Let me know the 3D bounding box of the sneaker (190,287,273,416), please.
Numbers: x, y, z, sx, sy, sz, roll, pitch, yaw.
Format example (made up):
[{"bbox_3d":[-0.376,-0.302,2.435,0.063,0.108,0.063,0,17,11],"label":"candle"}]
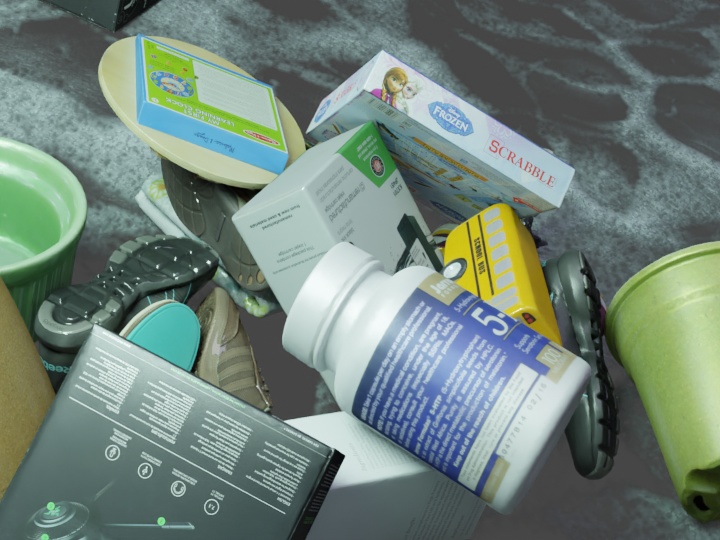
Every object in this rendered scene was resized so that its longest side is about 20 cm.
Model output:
[{"bbox_3d":[-0.109,0.098,0.982,0.075,0.070,0.201,33,29,-23],"label":"sneaker"}]

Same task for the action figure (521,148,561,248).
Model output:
[{"bbox_3d":[0.147,-0.094,1.307,0.117,0.103,0.201,11,33,-31],"label":"action figure"}]

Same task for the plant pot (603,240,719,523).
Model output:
[{"bbox_3d":[0.323,0.111,1.067,0.197,0.202,0.186,9,48,-13],"label":"plant pot"}]

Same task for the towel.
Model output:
[{"bbox_3d":[-0.094,-0.043,1.174,0.170,0.049,0.199,-25,55,-40],"label":"towel"}]

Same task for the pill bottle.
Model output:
[{"bbox_3d":[0.049,0.068,0.861,0.198,0.121,0.120,31,37,14],"label":"pill bottle"}]

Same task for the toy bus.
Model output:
[{"bbox_3d":[0.116,0.032,1.019,0.065,0.078,0.201,51,19,-28],"label":"toy bus"}]

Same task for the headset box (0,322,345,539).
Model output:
[{"bbox_3d":[-0.129,0.165,0.766,0.172,0.202,0.093,25,-9,8],"label":"headset box"}]

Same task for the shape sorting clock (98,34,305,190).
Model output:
[{"bbox_3d":[-0.138,-0.140,1.087,0.198,0.039,0.201,25,28,-14],"label":"shape sorting clock"}]

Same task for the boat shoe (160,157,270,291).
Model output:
[{"bbox_3d":[-0.112,-0.060,1.097,0.071,0.076,0.201,-13,54,-40],"label":"boat shoe"}]

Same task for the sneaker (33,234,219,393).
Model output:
[{"bbox_3d":[-0.190,0.033,1.003,0.075,0.080,0.199,24,34,26],"label":"sneaker"}]

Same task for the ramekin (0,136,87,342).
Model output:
[{"bbox_3d":[-0.320,-0.017,0.977,0.196,0.099,0.201,9,35,-6],"label":"ramekin"}]

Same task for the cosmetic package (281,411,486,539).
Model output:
[{"bbox_3d":[0.003,0.159,0.908,0.197,0.103,0.074,-3,40,-30],"label":"cosmetic package"}]

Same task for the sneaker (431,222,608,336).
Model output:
[{"bbox_3d":[0.136,0.029,1.169,0.198,0.076,0.090,23,37,19],"label":"sneaker"}]

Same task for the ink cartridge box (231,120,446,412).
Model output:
[{"bbox_3d":[0.000,0.000,1.035,0.202,0.082,0.147,61,34,-15],"label":"ink cartridge box"}]

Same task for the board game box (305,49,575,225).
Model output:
[{"bbox_3d":[0.065,-0.108,1.108,0.198,0.199,0.042,30,78,-13],"label":"board game box"}]

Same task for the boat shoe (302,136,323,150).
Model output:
[{"bbox_3d":[-0.047,-0.090,1.158,0.198,0.065,0.073,25,37,7],"label":"boat shoe"}]

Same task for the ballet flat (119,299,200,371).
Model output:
[{"bbox_3d":[-0.182,0.103,0.915,0.068,0.070,0.201,21,45,2],"label":"ballet flat"}]

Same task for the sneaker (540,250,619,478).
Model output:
[{"bbox_3d":[0.179,0.086,1.080,0.078,0.075,0.203,-13,65,19],"label":"sneaker"}]

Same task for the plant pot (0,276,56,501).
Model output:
[{"bbox_3d":[-0.301,0.037,0.789,0.183,0.203,0.187,-6,24,3],"label":"plant pot"}]

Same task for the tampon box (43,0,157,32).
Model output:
[{"bbox_3d":[-0.290,-0.405,1.464,0.125,0.151,0.201,24,36,6],"label":"tampon box"}]
